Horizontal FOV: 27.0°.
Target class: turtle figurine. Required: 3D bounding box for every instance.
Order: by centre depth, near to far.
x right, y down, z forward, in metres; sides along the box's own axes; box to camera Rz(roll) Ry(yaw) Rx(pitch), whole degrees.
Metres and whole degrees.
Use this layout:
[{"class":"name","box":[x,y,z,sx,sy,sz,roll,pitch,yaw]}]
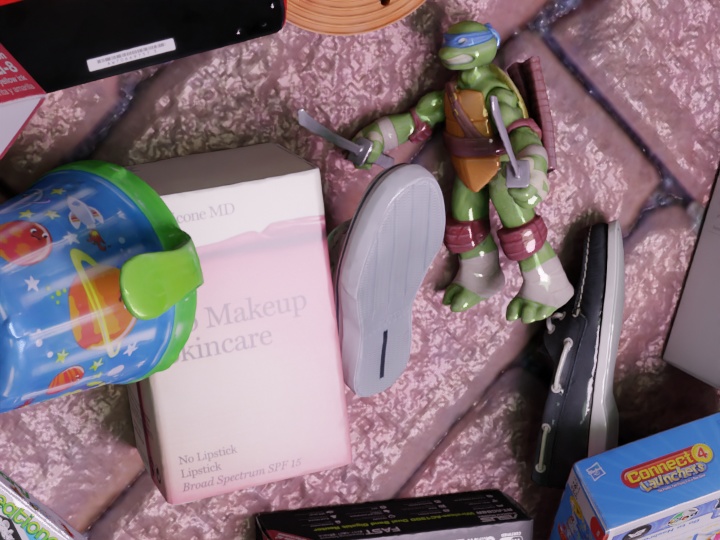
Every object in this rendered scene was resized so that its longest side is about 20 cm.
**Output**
[{"class":"turtle figurine","box":[0.059,-0.052,0.986,0.143,0.200,0.195,-10,114,18]}]

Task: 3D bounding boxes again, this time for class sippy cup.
[{"class":"sippy cup","box":[-0.184,0.017,0.847,0.140,0.130,0.178,47,126,13]}]

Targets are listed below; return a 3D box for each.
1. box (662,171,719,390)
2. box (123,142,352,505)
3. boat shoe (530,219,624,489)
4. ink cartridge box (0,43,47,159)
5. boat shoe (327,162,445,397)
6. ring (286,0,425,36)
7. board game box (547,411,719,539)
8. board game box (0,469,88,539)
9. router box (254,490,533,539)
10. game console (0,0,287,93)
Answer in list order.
[{"class":"box","box":[0.327,-0.004,1.114,0.124,0.097,0.201,12,99,-22]},{"class":"box","box":[-0.088,0.030,0.968,0.127,0.109,0.201,-11,107,-16]},{"class":"boat shoe","box":[0.157,0.062,1.085,0.060,0.076,0.201,4,86,18]},{"class":"ink cartridge box","box":[-0.301,-0.103,0.771,0.200,0.145,0.145,47,119,6]},{"class":"boat shoe","box":[0.000,0.000,0.969,0.073,0.067,0.200,-24,144,-32]},{"class":"ring","box":[-0.012,-0.252,0.961,0.200,0.019,0.201,-9,108,-28]},{"class":"board game box","box":[0.237,0.178,1.087,0.199,0.056,0.196,-16,147,-15]},{"class":"board game box","box":[-0.259,0.198,0.986,0.126,0.035,0.200,-46,113,-4]},{"class":"router box","box":[0.022,0.248,1.083,0.199,0.062,0.151,-3,105,-19]},{"class":"game console","box":[-0.147,-0.184,0.847,0.199,0.031,0.177,-15,141,-6]}]
